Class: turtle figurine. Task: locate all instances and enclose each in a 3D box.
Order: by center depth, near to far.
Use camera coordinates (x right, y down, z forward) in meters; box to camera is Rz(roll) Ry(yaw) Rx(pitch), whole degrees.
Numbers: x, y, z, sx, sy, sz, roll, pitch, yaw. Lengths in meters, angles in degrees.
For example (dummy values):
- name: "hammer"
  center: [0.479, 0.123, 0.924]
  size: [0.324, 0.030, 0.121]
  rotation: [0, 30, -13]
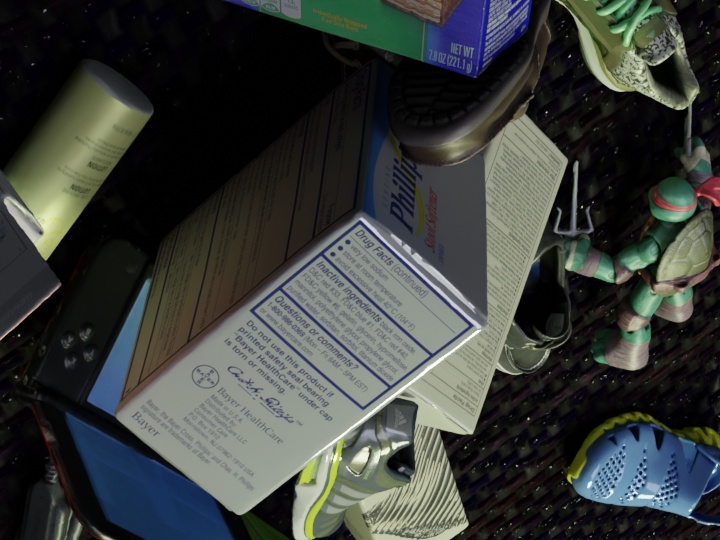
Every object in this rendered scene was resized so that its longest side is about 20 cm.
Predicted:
- name: "turtle figurine"
  center: [0.218, -0.021, 1.289]
  size: [0.149, 0.101, 0.201]
  rotation: [-25, 140, -19]

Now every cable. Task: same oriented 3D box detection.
- name: "cable"
  center: [-0.164, 0.182, 1.198]
  size: [0.162, 0.051, 0.202]
  rotation: [-11, 124, -37]

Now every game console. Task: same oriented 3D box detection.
- name: "game console"
  center: [-0.104, 0.099, 1.077]
  size: [0.200, 0.118, 0.174]
  rotation: [38, 73, -46]

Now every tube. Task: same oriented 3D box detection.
- name: "tube"
  center: [-0.195, -0.029, 1.002]
  size: [0.058, 0.052, 0.200]
  rotation: [35, 104, -16]

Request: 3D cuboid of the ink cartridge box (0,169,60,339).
- name: "ink cartridge box"
  center: [-0.252, 0.034, 0.914]
  size: [0.200, 0.174, 0.044]
  rotation: [-42, 138, -2]

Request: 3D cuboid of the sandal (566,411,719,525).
- name: "sandal"
  center: [0.262, 0.175, 1.482]
  size: [0.199, 0.087, 0.080]
  rotation: [5, 122, -37]

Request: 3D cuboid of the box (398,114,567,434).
- name: "box"
  center: [0.055, -0.006, 1.122]
  size: [0.095, 0.077, 0.201]
  rotation: [39, 67, -47]

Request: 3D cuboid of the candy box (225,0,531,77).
- name: "candy box"
  center: [0.012, -0.224, 0.910]
  size: [0.077, 0.168, 0.201]
  rotation: [-46, 149, -48]

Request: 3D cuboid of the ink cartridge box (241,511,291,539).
- name: "ink cartridge box"
  center: [-0.106, 0.295, 1.303]
  size: [0.200, 0.076, 0.148]
  rotation: [-46, 137, 1]

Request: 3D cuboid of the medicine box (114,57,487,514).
- name: "medicine box"
  center: [-0.030, 0.006, 0.999]
  size: [0.200, 0.183, 0.103]
  rotation: [-38, 113, 24]

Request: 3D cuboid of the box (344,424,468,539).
- name: "box"
  center: [0.015, 0.132, 1.271]
  size: [0.082, 0.068, 0.201]
  rotation: [-32, 137, -12]

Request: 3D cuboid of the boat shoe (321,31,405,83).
- name: "boat shoe"
  center: [0.008, -0.152, 1.046]
  size: [0.063, 0.071, 0.202]
  rotation: [-6, 118, -34]

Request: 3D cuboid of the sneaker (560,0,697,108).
- name: "sneaker"
  center: [0.173, -0.174, 1.123]
  size: [0.077, 0.089, 0.200]
  rotation: [-45, 137, 2]

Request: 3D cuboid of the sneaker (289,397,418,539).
- name: "sneaker"
  center: [-0.006, 0.129, 1.125]
  size: [0.080, 0.075, 0.200]
  rotation: [1, 159, -3]

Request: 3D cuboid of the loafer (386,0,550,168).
- name: "loafer"
  center: [0.074, -0.104, 0.995]
  size: [0.200, 0.072, 0.072]
  rotation: [-52, 140, -53]

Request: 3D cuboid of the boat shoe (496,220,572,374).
- name: "boat shoe"
  center: [0.125, 0.024, 1.256]
  size: [0.070, 0.066, 0.201]
  rotation: [-31, 145, -19]
